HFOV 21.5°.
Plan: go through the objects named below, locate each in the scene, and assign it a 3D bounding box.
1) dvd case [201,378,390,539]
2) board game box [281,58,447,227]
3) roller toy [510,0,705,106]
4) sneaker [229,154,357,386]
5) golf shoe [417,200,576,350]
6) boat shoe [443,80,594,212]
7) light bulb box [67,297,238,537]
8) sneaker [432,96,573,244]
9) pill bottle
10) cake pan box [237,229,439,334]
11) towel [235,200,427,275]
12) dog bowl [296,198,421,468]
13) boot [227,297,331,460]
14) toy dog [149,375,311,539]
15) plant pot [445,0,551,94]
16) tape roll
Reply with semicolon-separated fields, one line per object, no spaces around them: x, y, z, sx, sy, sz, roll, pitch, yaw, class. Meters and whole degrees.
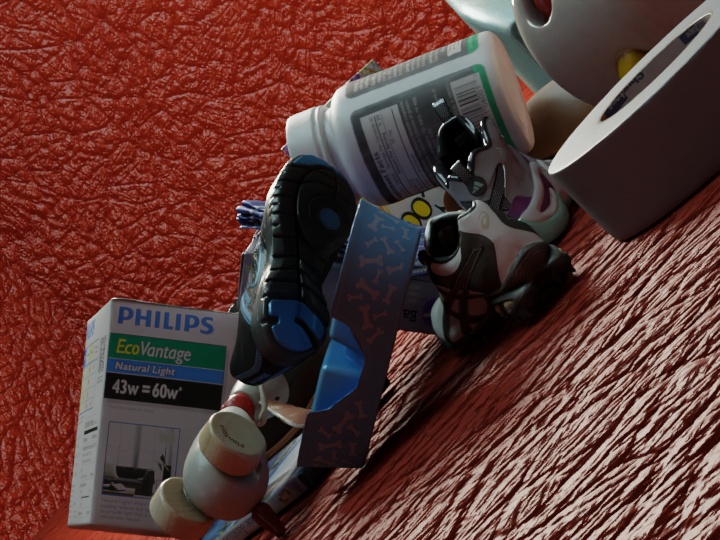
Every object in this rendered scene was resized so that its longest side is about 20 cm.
-0.063;0.171;1.573;0.200;0.018;0.143;-42;5;44;dvd case
0.037;-0.091;1.850;0.103;0.200;0.105;-42;4;22;board game box
0.225;-0.235;1.543;0.200;0.183;0.140;-48;6;-36;roller toy
-0.059;-0.004;1.427;0.082;0.073;0.201;-43;24;44;sneaker
0.082;-0.004;1.356;0.078;0.094;0.200;-48;3;-21;golf shoe
0.164;-0.108;1.701;0.199;0.071;0.070;-37;-34;18;boat shoe
-0.192;0.141;1.744;0.198;0.123;0.202;153;123;-73;light bulb box
0.109;-0.088;1.545;0.078;0.140;0.200;-44;5;13;sneaker
0.042;-0.124;1.654;0.198;0.114;0.113;-19;11;13;pill bottle
0.000;0.000;1.573;0.200;0.182;0.053;-72;-8;-78;cake pan box
0.009;-0.024;1.535;0.144;0.199;0.024;-1;-74;-43;towel
0.000;0.051;1.342;0.112;0.049;0.202;-73;-4;-69;dog bowl
-0.098;0.099;1.764;0.200;0.138;0.077;-49;6;-36;boot
-0.077;0.141;1.455;0.132;0.096;0.200;-51;2;46;toy dog
0.218;-0.261;1.889;0.196;0.196;0.200;-44;14;12;plant pot
0.218;-0.112;1.262;0.200;0.066;0.200;-45;4;4;tape roll
